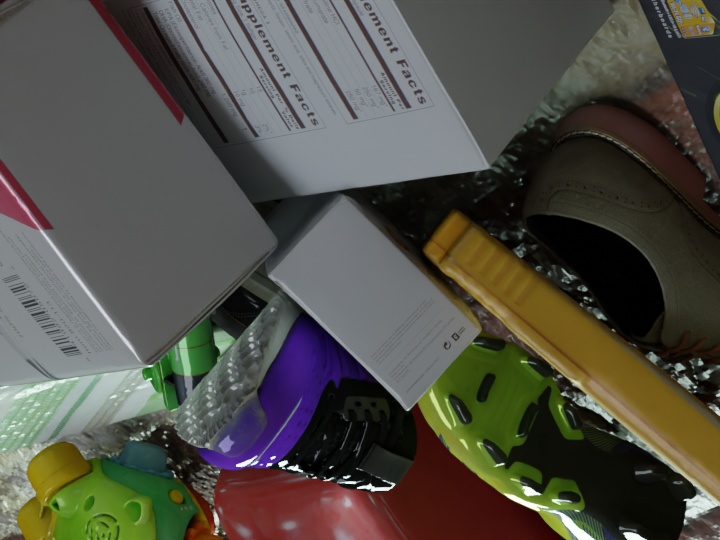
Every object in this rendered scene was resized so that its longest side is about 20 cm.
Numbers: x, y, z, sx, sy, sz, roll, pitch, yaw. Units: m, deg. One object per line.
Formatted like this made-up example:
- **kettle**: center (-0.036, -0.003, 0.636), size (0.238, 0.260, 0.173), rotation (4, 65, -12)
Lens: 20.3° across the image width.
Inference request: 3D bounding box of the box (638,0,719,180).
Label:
- **box**: center (0.170, -0.117, 0.705), size (0.160, 0.049, 0.201), rotation (-2, 129, 40)

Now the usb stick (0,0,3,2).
- **usb stick**: center (-0.198, -0.074, 1.005), size (0.055, 0.033, 0.201), rotation (19, 103, -5)

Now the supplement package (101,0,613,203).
- **supplement package**: center (-0.017, -0.106, 0.834), size (0.199, 0.114, 0.110), rotation (-5, 126, 46)

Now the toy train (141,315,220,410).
- **toy train**: center (-0.093, -0.020, 0.959), size (0.056, 0.041, 0.202), rotation (-141, 39, -59)

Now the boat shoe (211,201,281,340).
- **boat shoe**: center (-0.100, -0.028, 1.040), size (0.199, 0.072, 0.068), rotation (37, 142, -1)

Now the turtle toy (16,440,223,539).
- **turtle toy**: center (-0.147, 0.187, 1.305), size (0.146, 0.101, 0.200), rotation (55, 153, 18)

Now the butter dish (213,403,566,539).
- **butter dish**: center (0.001, 0.145, 1.079), size (0.199, 0.148, 0.200), rotation (-13, 121, 50)

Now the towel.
- **towel**: center (-0.165, 0.062, 1.116), size (0.149, 0.199, 0.031), rotation (-44, 64, 56)

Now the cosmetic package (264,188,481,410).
- **cosmetic package**: center (0.000, 0.000, 0.906), size (0.082, 0.051, 0.200), rotation (42, -177, -8)

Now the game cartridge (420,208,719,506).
- **game cartridge**: center (0.109, 0.045, 0.883), size (0.200, 0.033, 0.176), rotation (38, -178, 1)

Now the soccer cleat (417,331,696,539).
- **soccer cleat**: center (0.080, 0.088, 0.968), size (0.083, 0.065, 0.200), rotation (0, 153, 47)

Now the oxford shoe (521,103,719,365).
- **oxford shoe**: center (0.147, 0.020, 0.862), size (0.200, 0.074, 0.071), rotation (39, 144, -3)

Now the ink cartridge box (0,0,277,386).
- **ink cartridge box**: center (-0.143, -0.033, 0.869), size (0.147, 0.083, 0.200), rotation (53, 155, -13)

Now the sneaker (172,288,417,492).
- **sneaker**: center (-0.017, 0.062, 0.906), size (0.099, 0.070, 0.200), rotation (42, -169, -1)
